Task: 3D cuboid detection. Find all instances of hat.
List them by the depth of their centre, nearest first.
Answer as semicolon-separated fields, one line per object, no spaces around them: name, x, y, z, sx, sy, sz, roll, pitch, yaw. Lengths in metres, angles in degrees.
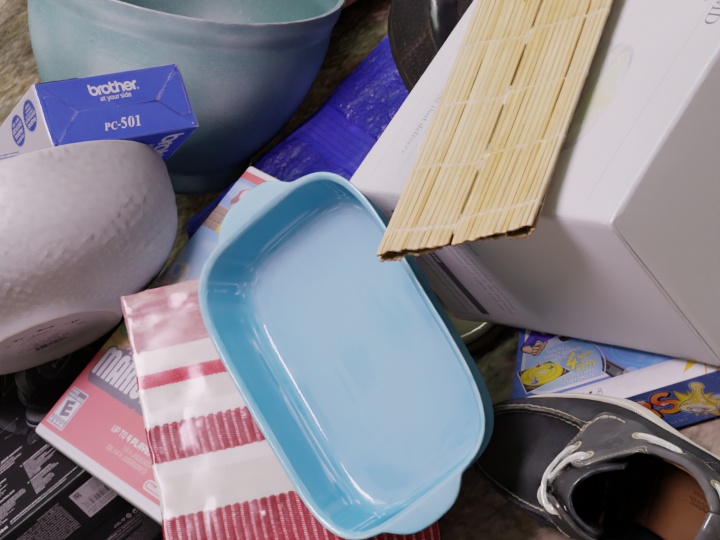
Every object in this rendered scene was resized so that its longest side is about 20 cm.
hat;0.077;-0.179;1.484;0.081;0.201;0.201;-1;33;-15

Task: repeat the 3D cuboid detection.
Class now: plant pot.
plant pot;-0.121;-0.130;1.616;0.200;0.200;0.134;-131;48;-55

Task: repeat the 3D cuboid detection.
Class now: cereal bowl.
cereal bowl;-0.193;0.004;1.457;0.200;0.200;0.083;-28;76;20

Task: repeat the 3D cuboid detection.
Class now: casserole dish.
casserole dish;-0.004;0.043;1.305;0.121;0.039;0.200;-39;71;24

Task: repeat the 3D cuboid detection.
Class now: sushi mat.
sushi mat;0.075;-0.088;1.271;0.096;0.012;0.200;-8;47;38

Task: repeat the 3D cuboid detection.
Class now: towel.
towel;-0.040;0.091;1.346;0.144;0.023;0.200;-13;72;3
towel;-0.011;-0.058;1.566;0.200;0.050;0.148;-46;34;-5

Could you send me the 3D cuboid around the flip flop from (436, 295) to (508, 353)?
flip flop;0.000;0.000;1.455;0.200;0.058;0.081;13;56;24

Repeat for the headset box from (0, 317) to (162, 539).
headset box;-0.175;0.093;1.540;0.149;0.077;0.200;-40;34;1

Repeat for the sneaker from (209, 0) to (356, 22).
sneaker;-0.034;-0.190;1.707;0.200;0.075;0.105;-1;47;53

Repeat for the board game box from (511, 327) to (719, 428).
board game box;0.175;0.016;1.319;0.200;0.034;0.135;-20;40;29

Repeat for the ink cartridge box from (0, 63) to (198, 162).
ink cartridge box;-0.180;-0.058;1.515;0.200;0.094;0.044;-40;65;55

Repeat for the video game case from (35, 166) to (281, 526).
video game case;-0.081;0.040;1.426;0.200;0.017;0.143;-51;40;-10

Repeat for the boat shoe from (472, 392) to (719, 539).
boat shoe;0.118;0.100;1.234;0.200;0.068;0.072;20;97;48

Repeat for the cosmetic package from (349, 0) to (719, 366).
cosmetic package;0.137;-0.074;1.316;0.200;0.123;0.199;10;59;48
